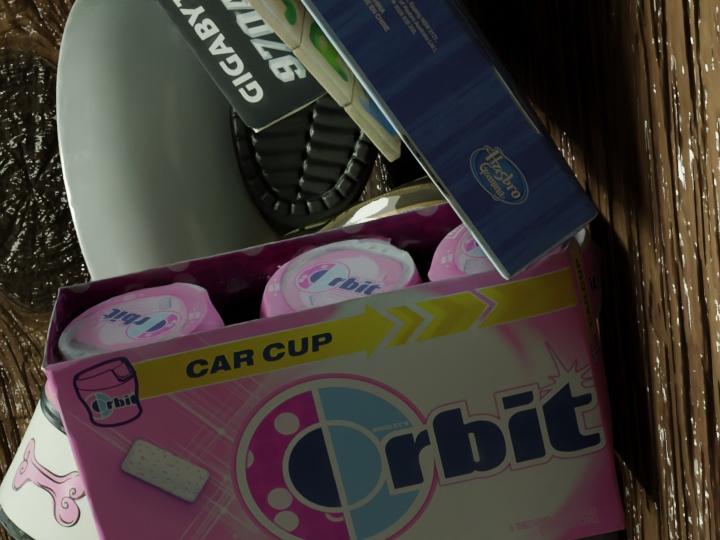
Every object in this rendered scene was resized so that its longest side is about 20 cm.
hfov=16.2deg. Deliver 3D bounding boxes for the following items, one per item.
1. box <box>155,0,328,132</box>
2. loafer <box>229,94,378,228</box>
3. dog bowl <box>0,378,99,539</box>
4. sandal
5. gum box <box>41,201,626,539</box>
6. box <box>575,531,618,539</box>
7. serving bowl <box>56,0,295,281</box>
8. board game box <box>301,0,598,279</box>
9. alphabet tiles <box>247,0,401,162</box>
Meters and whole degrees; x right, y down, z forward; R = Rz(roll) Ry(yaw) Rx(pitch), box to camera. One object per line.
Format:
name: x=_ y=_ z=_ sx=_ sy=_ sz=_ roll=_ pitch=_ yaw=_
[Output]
box: x=-0.065 y=-0.178 z=1.027 sx=0.200 sy=0.046 sz=0.159 roll=53 pitch=-152 yaw=-21
loafer: x=-0.017 y=-0.119 z=1.173 sx=0.071 sy=0.073 sz=0.201 roll=-3 pitch=-83 yaw=-82
dog bowl: x=-0.050 y=0.079 z=1.069 sx=0.200 sy=0.199 sz=0.074 roll=-130 pitch=50 yaw=-72
sandal: x=0.000 y=0.000 z=1.088 sx=0.200 sy=0.082 sz=0.055 roll=-21 pitch=93 yaw=50
gum box: x=-0.002 y=0.049 z=0.920 sx=0.066 sy=0.199 sz=0.114 roll=-94 pitch=-9 yaw=-64
box: x=0.075 y=0.134 z=1.061 sx=0.137 sy=0.038 sz=0.201 roll=-116 pitch=16 yaw=-58
serving bowl: x=-0.072 y=-0.051 z=1.217 sx=0.200 sy=0.066 sz=0.201 roll=-10 pitch=-90 yaw=-72
board game box: x=-0.005 y=-0.116 z=0.890 sx=0.200 sy=0.043 sz=0.199 roll=53 pitch=-175 yaw=-22
alphabet tiles: x=-0.027 y=-0.163 z=1.023 sx=0.167 sy=0.008 sz=0.200 roll=47 pitch=-148 yaw=-32
